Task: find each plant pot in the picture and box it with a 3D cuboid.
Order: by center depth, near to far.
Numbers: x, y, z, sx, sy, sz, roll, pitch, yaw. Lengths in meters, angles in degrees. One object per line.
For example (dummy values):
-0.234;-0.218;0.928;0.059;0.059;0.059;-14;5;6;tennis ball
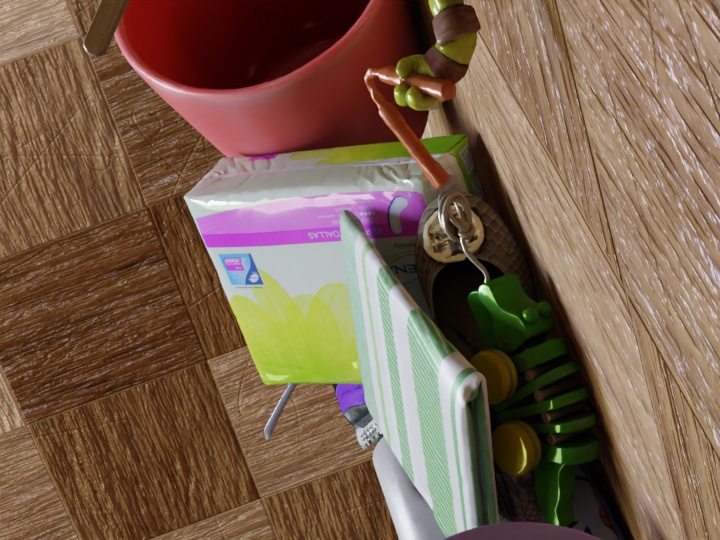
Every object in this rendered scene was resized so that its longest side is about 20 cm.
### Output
-0.044;-0.148;1.486;0.178;0.199;0.201;58;-171;-53;plant pot

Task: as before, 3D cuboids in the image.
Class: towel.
0.036;0.073;1.296;0.200;0.023;0.154;-125;22;-56;towel

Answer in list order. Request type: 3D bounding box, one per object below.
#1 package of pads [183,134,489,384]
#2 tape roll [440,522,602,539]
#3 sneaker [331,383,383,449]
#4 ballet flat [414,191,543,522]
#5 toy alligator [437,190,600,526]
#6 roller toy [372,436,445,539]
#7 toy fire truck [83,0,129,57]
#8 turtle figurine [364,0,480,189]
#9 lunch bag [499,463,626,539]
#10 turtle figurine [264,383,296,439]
0.000;0.000;1.414;0.068;0.199;0.155;-48;-55;-44;package of pads
0.084;0.236;1.148;0.085;0.198;0.202;77;174;-78;tape roll
0.029;0.048;1.562;0.100;0.069;0.200;59;141;11;sneaker
0.074;0.049;1.285;0.046;0.067;0.202;16;-120;-71;ballet flat
0.094;0.044;1.232;0.054;0.059;0.202;-20;87;46;toy alligator
0.087;0.189;1.566;0.200;0.139;0.184;76;175;-80;roller toy
-0.068;-0.193;1.206;0.176;0.198;0.130;77;173;-76;toy fire truck
0.032;-0.138;0.897;0.161;0.064;0.202;167;92;-81;turtle figurine
0.127;0.184;1.356;0.161;0.075;0.201;69;180;-50;lunch bag
0.023;0.051;1.790;0.144;0.199;0.196;37;141;59;turtle figurine
